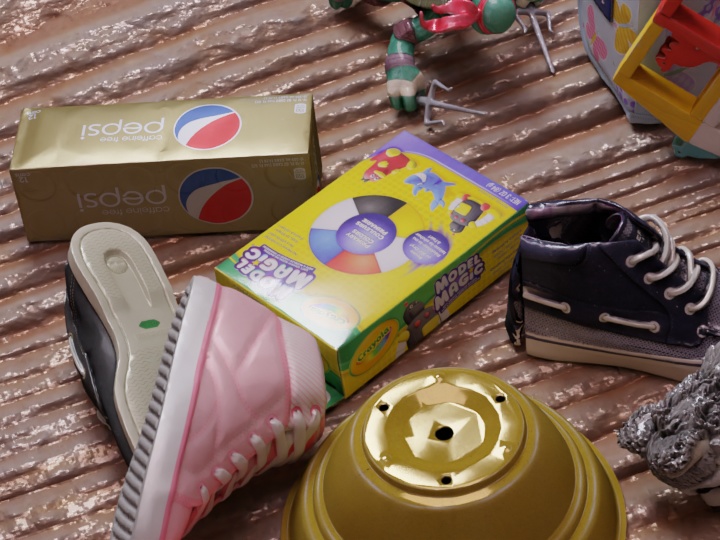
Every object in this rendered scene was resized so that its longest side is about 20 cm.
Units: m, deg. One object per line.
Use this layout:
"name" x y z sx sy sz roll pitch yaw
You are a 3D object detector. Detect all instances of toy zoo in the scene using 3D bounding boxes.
"toy zoo" 0.246 -0.135 1.435 0.131 0.200 0.021 31 49 -1

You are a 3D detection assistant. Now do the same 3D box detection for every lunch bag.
"lunch bag" 0.210 -0.224 1.541 0.126 0.170 0.201 8 46 14

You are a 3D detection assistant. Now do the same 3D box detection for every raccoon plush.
"raccoon plush" 0.209 0.034 1.280 0.133 0.097 0.201 -5 84 -15

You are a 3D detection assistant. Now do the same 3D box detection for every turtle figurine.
"turtle figurine" 0.062 -0.190 1.585 0.149 0.101 0.200 -28 41 -20

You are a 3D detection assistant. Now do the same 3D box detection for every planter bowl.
"planter bowl" 0.049 0.115 1.269 0.199 0.084 0.201 -3 43 3

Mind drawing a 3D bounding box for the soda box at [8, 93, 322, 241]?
"soda box" -0.127 -0.068 1.496 0.198 0.068 0.064 -3 44 4

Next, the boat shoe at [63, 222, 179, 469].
"boat shoe" -0.133 0.067 1.366 0.071 0.068 0.201 -2 51 -31

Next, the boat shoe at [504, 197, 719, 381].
"boat shoe" 0.183 0.010 1.354 0.199 0.093 0.075 2 44 10

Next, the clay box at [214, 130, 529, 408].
"clay box" 0.000 0.000 1.423 0.115 0.048 0.200 31 54 34

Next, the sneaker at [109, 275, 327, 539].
"sneaker" -0.073 0.099 1.280 0.104 0.075 0.201 23 49 -11
